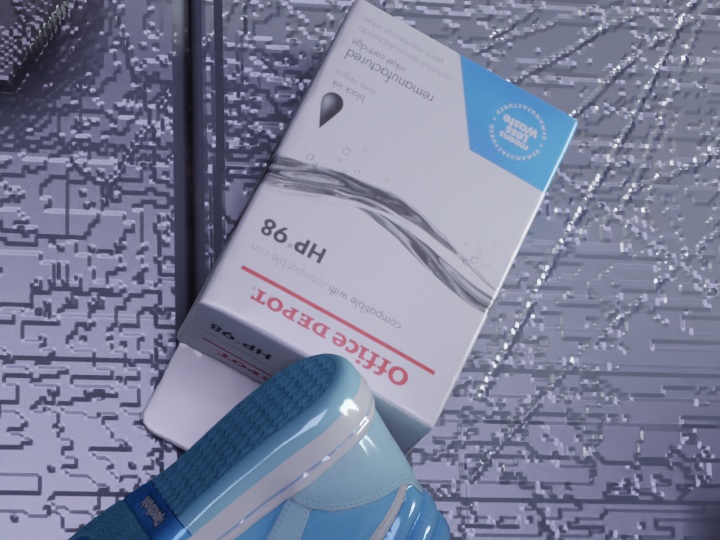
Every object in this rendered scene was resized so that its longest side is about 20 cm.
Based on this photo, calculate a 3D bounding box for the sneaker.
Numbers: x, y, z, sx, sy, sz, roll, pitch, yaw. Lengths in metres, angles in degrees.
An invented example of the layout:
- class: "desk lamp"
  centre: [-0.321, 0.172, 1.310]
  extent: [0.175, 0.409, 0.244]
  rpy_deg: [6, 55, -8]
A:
- class: "sneaker"
  centre: [-0.048, 0.143, 1.059]
  extent: [0.200, 0.080, 0.131]
  rpy_deg: [-38, 112, 3]

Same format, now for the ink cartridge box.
- class: "ink cartridge box"
  centre: [0.000, 0.000, 1.117]
  extent: [0.115, 0.067, 0.201]
  rpy_deg: [28, 69, -4]
